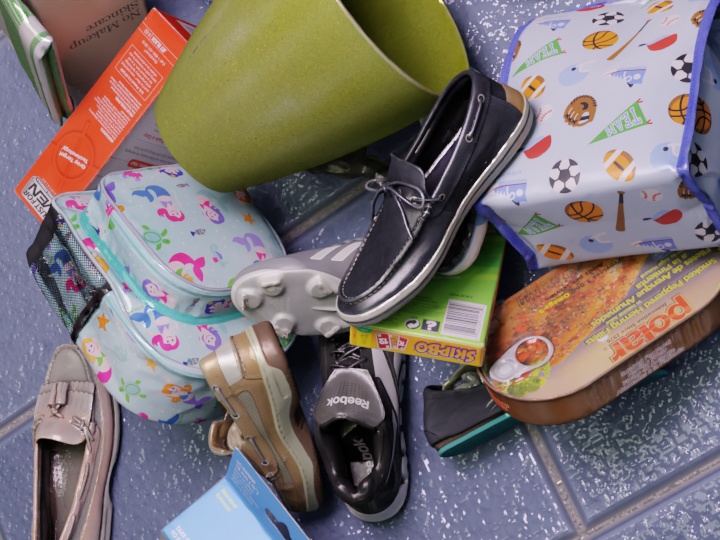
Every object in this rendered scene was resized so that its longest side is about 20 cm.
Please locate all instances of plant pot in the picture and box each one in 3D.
[{"bbox_3d":[-0.054,-0.151,1.321,0.200,0.187,0.188,-35,68,26],"label":"plant pot"}]

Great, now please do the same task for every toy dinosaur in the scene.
[{"bbox_3d":[-0.039,-0.109,1.422,0.199,0.048,0.088,11,50,9],"label":"toy dinosaur"}]

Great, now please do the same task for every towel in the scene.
[{"bbox_3d":[-0.292,-0.228,1.445,0.023,0.153,0.200,-28,74,-10],"label":"towel"}]

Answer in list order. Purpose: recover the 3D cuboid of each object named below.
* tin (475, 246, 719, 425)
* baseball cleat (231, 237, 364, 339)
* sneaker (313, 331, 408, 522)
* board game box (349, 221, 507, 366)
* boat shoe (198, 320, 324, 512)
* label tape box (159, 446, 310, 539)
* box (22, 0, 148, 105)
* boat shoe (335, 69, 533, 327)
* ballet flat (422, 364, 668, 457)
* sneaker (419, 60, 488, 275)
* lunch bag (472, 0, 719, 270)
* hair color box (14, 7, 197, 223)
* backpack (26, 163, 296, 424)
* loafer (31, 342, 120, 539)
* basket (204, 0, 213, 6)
[{"bbox_3d":[0.175,0.035,1.258,0.200,0.042,0.112,-32,37,-7],"label":"tin"},{"bbox_3d":[0.000,0.000,1.360,0.199,0.070,0.107,2,40,-6],"label":"baseball cleat"},{"bbox_3d":[-0.002,0.092,1.365,0.066,0.090,0.201,-7,81,13],"label":"sneaker"},{"bbox_3d":[0.057,-0.010,1.304,0.095,0.200,0.030,9,132,7],"label":"board game box"},{"bbox_3d":[-0.080,0.120,1.356,0.076,0.201,0.072,-21,42,-7],"label":"boat shoe"},{"bbox_3d":[-0.092,0.252,1.352,0.144,0.063,0.200,48,147,25],"label":"label tape box"},{"bbox_3d":[-0.234,-0.232,1.470,0.095,0.200,0.078,-30,67,-9],"label":"box"},{"bbox_3d":[0.040,-0.052,1.220,0.200,0.062,0.075,-54,33,0],"label":"boat shoe"},{"bbox_3d":[0.129,0.077,1.314,0.199,0.073,0.073,-24,73,27],"label":"ballet flat"},{"bbox_3d":[0.079,-0.074,1.317,0.072,0.072,0.201,-31,38,34],"label":"sneaker"},{"bbox_3d":[0.189,-0.111,1.271,0.169,0.124,0.201,-8,56,29],"label":"lunch bag"},{"bbox_3d":[-0.190,-0.117,1.495,0.061,0.101,0.200,46,105,24],"label":"hair color box"},{"bbox_3d":[-0.145,0.016,1.405,0.151,0.177,0.200,-47,65,40],"label":"backpack"},{"bbox_3d":[-0.249,0.159,1.513,0.072,0.063,0.201,-7,81,29],"label":"loafer"},{"bbox_3d":[-0.078,-0.289,1.446,0.177,0.139,0.200,-56,28,11],"label":"basket"}]
